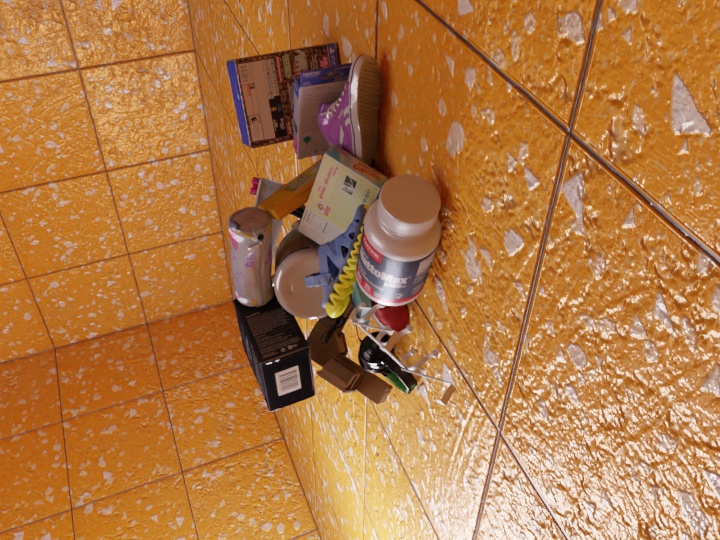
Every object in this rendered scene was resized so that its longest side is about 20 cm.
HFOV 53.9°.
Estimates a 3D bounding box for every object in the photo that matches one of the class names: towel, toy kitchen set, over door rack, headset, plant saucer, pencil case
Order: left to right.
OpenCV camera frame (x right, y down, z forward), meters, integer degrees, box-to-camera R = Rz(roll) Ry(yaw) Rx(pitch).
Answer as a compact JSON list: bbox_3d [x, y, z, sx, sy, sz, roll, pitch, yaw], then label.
[{"bbox_3d":[-0.209,-0.024,1.378,0.090,0.083,0.202,36,140,29],"label":"pencil case"},{"bbox_3d":[-0.102,-0.111,1.505,0.024,0.145,0.200,-61,12,6],"label":"towel"},{"bbox_3d":[-0.006,0.148,1.448,0.198,0.182,0.163,31,-179,14],"label":"toy kitchen set"},{"bbox_3d":[0.000,0.062,1.332,0.200,0.019,0.071,96,159,-74],"label":"plant saucer"},{"bbox_3d":[0.020,0.168,1.353,0.200,0.094,0.124,44,167,9],"label":"headset"},{"bbox_3d":[0.073,0.122,1.152,0.148,0.067,0.200,43,176,-19],"label":"over door rack"}]

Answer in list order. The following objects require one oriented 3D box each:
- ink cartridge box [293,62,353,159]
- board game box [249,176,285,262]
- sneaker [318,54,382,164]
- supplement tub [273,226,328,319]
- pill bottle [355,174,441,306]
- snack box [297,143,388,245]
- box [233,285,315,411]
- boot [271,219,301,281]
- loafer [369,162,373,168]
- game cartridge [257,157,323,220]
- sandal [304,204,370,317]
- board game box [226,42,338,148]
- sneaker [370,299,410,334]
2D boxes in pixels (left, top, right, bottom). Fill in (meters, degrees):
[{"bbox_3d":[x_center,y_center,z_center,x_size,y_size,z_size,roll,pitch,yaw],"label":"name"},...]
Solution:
[{"bbox_3d":[-0.061,-0.293,1.271,0.201,0.117,0.042,99,153,-54],"label":"ink cartridge box"},{"bbox_3d":[-0.214,-0.096,1.539,0.200,0.025,0.203,-8,-68,-79],"label":"board game box"},{"bbox_3d":[-0.028,-0.277,1.184,0.113,0.073,0.202,31,141,24],"label":"sneaker"},{"bbox_3d":[-0.105,-0.004,1.452,0.200,0.142,0.147,-104,6,-68],"label":"supplement tub"},{"bbox_3d":[0.059,-0.046,1.082,0.201,0.118,0.121,100,150,-55],"label":"pill bottle"},{"bbox_3d":[-0.036,-0.116,1.270,0.115,0.037,0.201,32,137,5],"label":"snack box"},{"bbox_3d":[-0.176,0.155,1.439,0.201,0.103,0.150,-122,21,-44],"label":"box"},{"bbox_3d":[-0.148,-0.035,1.647,0.073,0.197,0.157,67,178,-54],"label":"boot"},{"bbox_3d":[-0.026,-0.122,1.327,0.070,0.074,0.200,61,143,19],"label":"loafer"},{"bbox_3d":[-0.105,-0.171,1.391,0.033,0.199,0.176,58,168,-17],"label":"game cartridge"},{"bbox_3d":[-0.037,-0.023,1.211,0.202,0.086,0.079,-65,-14,12],"label":"sandal"},{"bbox_3d":[-0.139,-0.336,1.352,0.097,0.197,0.162,-143,42,-65],"label":"board game box"},{"bbox_3d":[0.044,0.011,1.267,0.113,0.070,0.202,99,154,-60],"label":"sneaker"}]
